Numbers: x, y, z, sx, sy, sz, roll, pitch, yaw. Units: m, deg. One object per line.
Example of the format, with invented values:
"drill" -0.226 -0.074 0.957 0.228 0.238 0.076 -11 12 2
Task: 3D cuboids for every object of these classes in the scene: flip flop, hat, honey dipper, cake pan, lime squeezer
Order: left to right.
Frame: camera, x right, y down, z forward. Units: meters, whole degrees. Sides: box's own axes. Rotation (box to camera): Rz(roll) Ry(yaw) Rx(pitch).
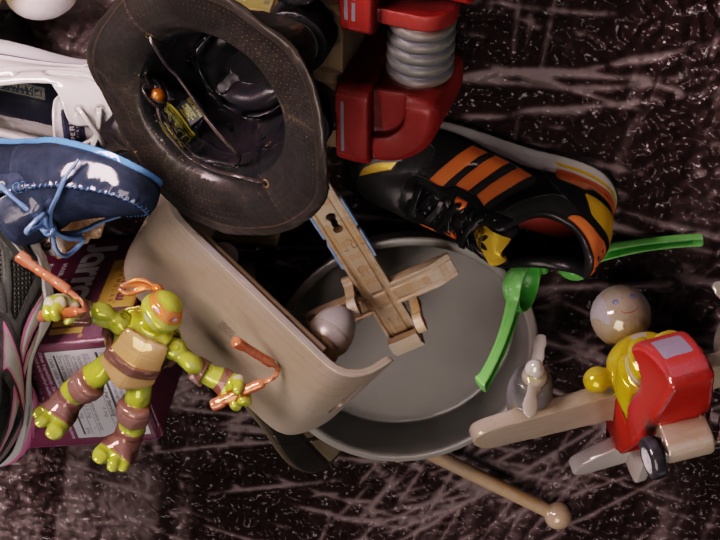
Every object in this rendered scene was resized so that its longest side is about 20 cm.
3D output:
"hat" -0.075 -0.116 1.221 0.200 0.081 0.202 27 140 25
"flip flop" -0.068 0.071 1.508 0.081 0.058 0.201 -34 124 -11
"cake pan" 0.033 0.053 1.457 0.198 0.037 0.202 -2 122 -4
"honey dipper" 0.084 0.163 1.567 0.199 0.038 0.038 29 129 -14
"lime squeezer" 0.147 0.007 1.390 0.199 0.071 0.038 -32 124 -14

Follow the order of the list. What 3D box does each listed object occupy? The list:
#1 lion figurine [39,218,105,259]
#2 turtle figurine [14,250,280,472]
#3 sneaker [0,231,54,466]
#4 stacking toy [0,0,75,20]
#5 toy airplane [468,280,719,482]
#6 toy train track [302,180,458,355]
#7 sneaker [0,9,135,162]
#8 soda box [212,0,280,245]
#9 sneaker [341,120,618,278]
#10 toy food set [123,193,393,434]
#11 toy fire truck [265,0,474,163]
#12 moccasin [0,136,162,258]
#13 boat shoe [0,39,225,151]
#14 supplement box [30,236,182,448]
"lion figurine" -0.274 -0.040 1.452 0.122 0.073 0.200 14 167 -27
"turtle figurine" -0.168 0.059 1.356 0.199 0.065 0.162 24 127 -18
"sneaker" -0.264 0.058 1.368 0.080 0.086 0.202 3 109 12
"stacking toy" -0.287 -0.205 1.306 0.199 0.147 0.146 13 133 -21
"toy airplane" 0.203 0.081 1.415 0.198 0.199 0.142 -22 81 36
"toy train track" 0.000 0.000 1.355 0.114 0.033 0.200 -23 133 9
"sneaker" -0.244 -0.135 1.378 0.198 0.060 0.105 10 134 7
"soda box" -0.083 -0.116 1.351 0.063 0.068 0.201 7 130 8
"sneaker" 0.080 -0.046 1.359 0.198 0.090 0.070 12 131 2
"toy food set" -0.076 0.022 1.372 0.200 0.060 0.144 44 152 0
"toy fire truck" 0.050 -0.162 1.267 0.198 0.129 0.177 13 132 15
"moccasin" -0.215 -0.044 1.294 0.199 0.069 0.080 4 156 38
"boat shoe" -0.187 -0.104 1.307 0.198 0.066 0.074 6 127 13
"supplement box" -0.242 0.057 1.489 0.198 0.131 0.104 -6 126 16
